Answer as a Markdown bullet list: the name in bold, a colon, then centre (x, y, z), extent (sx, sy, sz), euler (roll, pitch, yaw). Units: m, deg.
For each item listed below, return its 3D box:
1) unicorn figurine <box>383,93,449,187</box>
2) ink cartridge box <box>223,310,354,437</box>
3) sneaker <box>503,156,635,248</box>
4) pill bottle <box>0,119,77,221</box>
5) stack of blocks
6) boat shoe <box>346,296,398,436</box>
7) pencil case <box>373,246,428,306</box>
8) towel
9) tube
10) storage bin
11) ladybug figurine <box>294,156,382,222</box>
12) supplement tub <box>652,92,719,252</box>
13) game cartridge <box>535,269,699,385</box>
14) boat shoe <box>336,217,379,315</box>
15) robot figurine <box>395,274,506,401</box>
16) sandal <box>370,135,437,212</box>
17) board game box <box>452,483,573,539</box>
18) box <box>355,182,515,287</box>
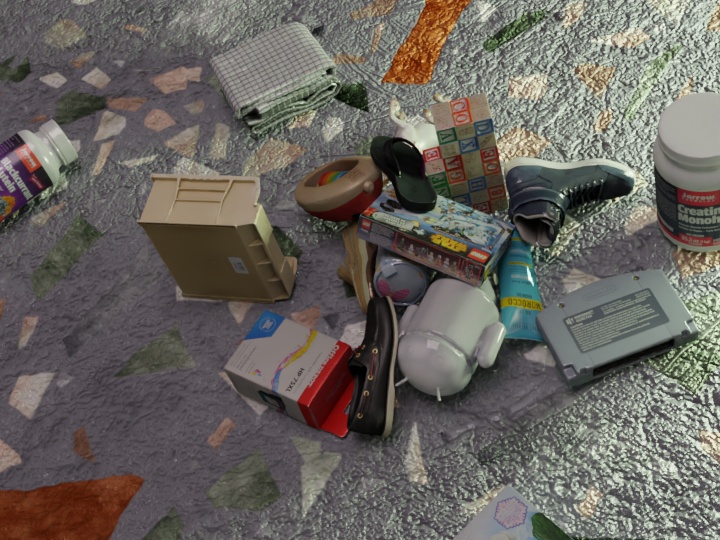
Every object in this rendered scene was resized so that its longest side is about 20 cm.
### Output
- **unicorn figurine**: centre (0.094, -0.219, 1.939), extent (0.197, 0.074, 0.139), euler (-17, 60, -4)
- **ink cartridge box**: centre (-0.084, 0.149, 1.709), extent (0.198, 0.068, 0.117), euler (20, 60, 29)
- **sneaker**: centre (0.316, -0.098, 1.754), extent (0.199, 0.078, 0.147), euler (1, 45, 2)
- **pill bottle**: centre (-0.611, -0.180, 2.108), extent (0.199, 0.112, 0.111), euler (-38, 51, -14)
- **stack of blocks**: centre (0.155, -0.168, 1.799), extent (0.114, 0.201, 0.059), euler (-13, 50, 5)
- **boat shoe**: centre (0.015, 0.130, 1.654), extent (0.062, 0.074, 0.204), euler (9, 70, -13)
- **pencil case**: centre (0.062, -0.038, 1.775), extent (0.082, 0.091, 0.201), euler (-13, 38, 13)
- **towel**: centre (-0.153, -0.343, 2.116), extent (0.198, 0.086, 0.166), euler (-27, 51, -7)
- **tube**: centre (0.231, 0.021, 1.726), extent (0.076, 0.051, 0.202), euler (5, 52, -11)
- **storage bin**: centre (-0.214, -0.048, 1.819), extent (0.196, 0.201, 0.095), euler (3, 54, 19)
- **ladybug figurine**: centre (-0.028, -0.125, 1.872), extent (0.135, 0.073, 0.199), euler (-35, 20, -18)
- **supplement tub**: centre (0.488, -0.137, 1.670), extent (0.138, 0.201, 0.142), euler (-9, 50, 11)
- **game cartridge**: centre (0.353, 0.073, 1.644), extent (0.197, 0.042, 0.134), euler (-19, 46, -5)
- **boat shoe**: centre (0.000, 0.000, 1.812), extent (0.075, 0.072, 0.202), euler (-22, 40, 17)
- **robot figurine**: centre (0.123, 0.093, 1.659), extent (0.168, 0.113, 0.201), euler (8, 54, 37)
- **sandal**: centre (0.070, -0.159, 1.760), extent (0.074, 0.048, 0.201), euler (-2, 35, -19)
- **board game box**: centre (0.186, 0.396, 1.445), extent (0.200, 0.041, 0.199), euler (-41, 52, -16)
- **box**: centre (0.110, -0.057, 1.702), extent (0.198, 0.040, 0.137), euler (23, 35, 16)
